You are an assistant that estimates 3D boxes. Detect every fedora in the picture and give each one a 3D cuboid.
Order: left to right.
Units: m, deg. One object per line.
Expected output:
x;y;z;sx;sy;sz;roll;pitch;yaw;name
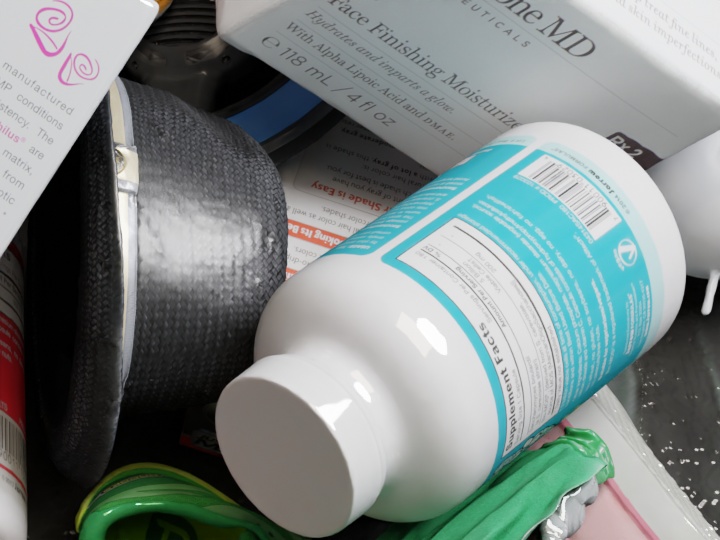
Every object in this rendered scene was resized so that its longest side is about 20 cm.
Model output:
-0.083;-0.008;1.059;0.091;0.201;0.201;3;59;-15;fedora

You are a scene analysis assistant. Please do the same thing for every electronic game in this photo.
-0.076;-0.115;1.190;0.199;0.042;0.200;-10;50;12;electronic game

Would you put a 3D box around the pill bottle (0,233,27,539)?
-0.197;0.031;1.073;0.112;0.112;0.201;2;59;-12;pill bottle

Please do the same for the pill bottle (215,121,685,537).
0.033;0.027;1.014;0.111;0.111;0.200;44;49;14;pill bottle

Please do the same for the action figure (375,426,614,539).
0.039;0.118;0.994;0.200;0.118;0.055;-38;107;-39;action figure

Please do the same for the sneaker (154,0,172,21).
-0.140;-0.188;1.206;0.078;0.077;0.200;-30;41;-1;sneaker

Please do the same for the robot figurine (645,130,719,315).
0.165;-0.080;1.197;0.113;0.170;0.201;12;51;-32;robot figurine

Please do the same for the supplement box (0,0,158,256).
-0.179;-0.044;0.948;0.101;0.103;0.200;36;82;-20;supplement box

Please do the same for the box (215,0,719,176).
0.051;-0.158;1.110;0.199;0.131;0.201;31;44;-37;box

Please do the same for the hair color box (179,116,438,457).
0.000;0.000;1.166;0.111;0.064;0.200;19;56;0;hair color box

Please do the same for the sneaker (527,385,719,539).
0.076;0.097;1.119;0.105;0.075;0.200;-45;42;10;sneaker

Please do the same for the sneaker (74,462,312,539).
-0.028;0.139;1.053;0.199;0.084;0.074;16;99;8;sneaker
